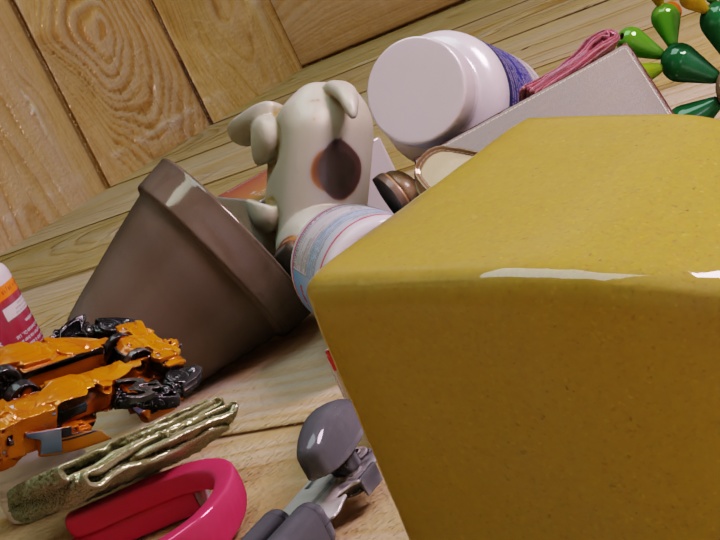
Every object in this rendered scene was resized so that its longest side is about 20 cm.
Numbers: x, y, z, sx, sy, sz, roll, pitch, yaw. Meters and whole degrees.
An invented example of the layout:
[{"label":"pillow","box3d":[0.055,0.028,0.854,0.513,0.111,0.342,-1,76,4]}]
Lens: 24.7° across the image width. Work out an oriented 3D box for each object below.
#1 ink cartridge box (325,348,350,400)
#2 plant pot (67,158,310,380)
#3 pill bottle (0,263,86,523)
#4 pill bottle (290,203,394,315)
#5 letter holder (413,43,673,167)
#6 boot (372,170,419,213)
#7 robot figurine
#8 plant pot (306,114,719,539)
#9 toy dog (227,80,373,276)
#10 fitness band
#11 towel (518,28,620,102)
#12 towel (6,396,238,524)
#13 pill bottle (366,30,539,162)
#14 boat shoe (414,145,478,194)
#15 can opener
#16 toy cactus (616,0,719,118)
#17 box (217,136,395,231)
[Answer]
[{"label":"ink cartridge box","box3d":[0.054,0.041,1.151,0.160,0.050,0.200,-27,-1,-2]},{"label":"plant pot","box3d":[-0.174,0.026,1.529,0.174,0.200,0.200,-44,15,-8]},{"label":"pill bottle","box3d":[-0.304,0.105,1.382,0.112,0.201,0.113,-25,12,6]},{"label":"pill bottle","box3d":[0.000,0.000,1.395,0.108,0.110,0.200,-28,11,-8]},{"label":"letter holder","box3d":[0.168,-0.062,1.328,0.199,0.101,0.143,-29,54,4]},{"label":"boot","box3d":[0.065,-0.064,1.455,0.075,0.074,0.200,-35,-15,7]},{"label":"robot figurine","box3d":[-0.226,0.092,1.301,0.199,0.059,0.145,-15,34,-40]},{"label":"plant pot","box3d":[0.133,0.041,0.760,0.199,0.196,0.195,-6,23,47]},{"label":"toy dog","box3d":[-0.031,-0.065,1.579,0.138,0.202,0.193,9,-25,-34]},{"label":"fitness band","box3d":[-0.166,0.193,1.124,0.199,0.038,0.144,-25,15,13]},{"label":"towel","box3d":[0.156,-0.111,1.458,0.144,0.023,0.201,-37,-23,-42]},{"label":"towel","box3d":[-0.183,0.145,1.232,0.147,0.037,0.200,-22,-3,-30]},{"label":"pill bottle","box3d":[0.084,-0.146,1.444,0.119,0.121,0.200,-22,-10,21]},{"label":"boat shoe","box3d":[0.113,-0.053,1.242,0.199,0.066,0.074,29,76,36]},{"label":"can opener","box3d":[-0.050,0.146,0.982,0.053,0.067,0.200,-19,14,36]},{"label":"toy cactus","box3d":[0.301,-0.170,1.442,0.164,0.202,0.102,24,9,19]},{"label":"box","box3d":[-0.050,-0.066,1.792,0.151,0.107,0.200,-30,12,-15]}]
